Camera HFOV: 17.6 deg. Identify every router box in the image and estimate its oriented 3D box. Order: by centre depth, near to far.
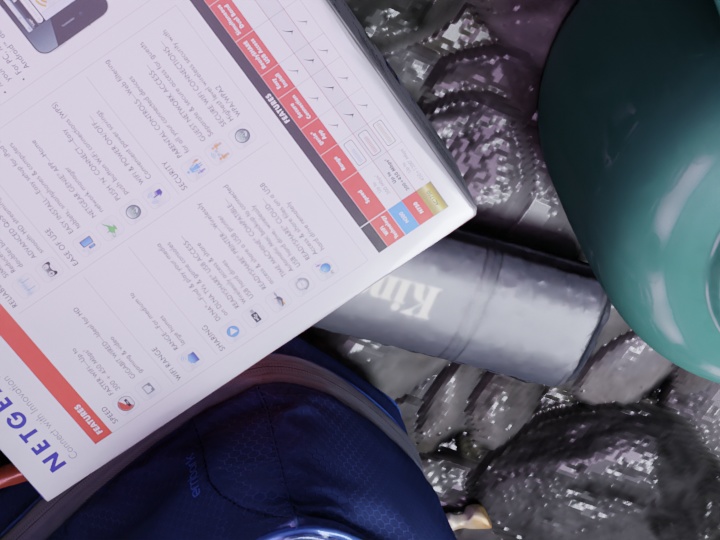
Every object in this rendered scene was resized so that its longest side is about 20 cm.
[{"bbox_3d":[-0.090,-0.051,0.748,0.179,0.049,0.200,-33,117,7],"label":"router box"}]

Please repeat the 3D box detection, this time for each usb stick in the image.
[{"bbox_3d":[0.000,0.000,0.846,0.199,0.033,0.056,15,122,-23],"label":"usb stick"}]

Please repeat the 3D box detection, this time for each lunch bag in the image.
[{"bbox_3d":[-0.064,0.121,0.856,0.200,0.133,0.136,-40,132,16],"label":"lunch bag"}]

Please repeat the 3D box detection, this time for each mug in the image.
[{"bbox_3d":[0.136,-0.041,0.798,0.185,0.115,0.152,29,115,-31],"label":"mug"}]

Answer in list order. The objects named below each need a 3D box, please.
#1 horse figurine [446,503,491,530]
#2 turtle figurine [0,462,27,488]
[{"bbox_3d":[0.019,0.177,0.972,0.132,0.050,0.200,-28,129,1],"label":"horse figurine"},{"bbox_3d":[-0.208,0.028,0.779,0.199,0.065,0.161,9,156,-2],"label":"turtle figurine"}]
